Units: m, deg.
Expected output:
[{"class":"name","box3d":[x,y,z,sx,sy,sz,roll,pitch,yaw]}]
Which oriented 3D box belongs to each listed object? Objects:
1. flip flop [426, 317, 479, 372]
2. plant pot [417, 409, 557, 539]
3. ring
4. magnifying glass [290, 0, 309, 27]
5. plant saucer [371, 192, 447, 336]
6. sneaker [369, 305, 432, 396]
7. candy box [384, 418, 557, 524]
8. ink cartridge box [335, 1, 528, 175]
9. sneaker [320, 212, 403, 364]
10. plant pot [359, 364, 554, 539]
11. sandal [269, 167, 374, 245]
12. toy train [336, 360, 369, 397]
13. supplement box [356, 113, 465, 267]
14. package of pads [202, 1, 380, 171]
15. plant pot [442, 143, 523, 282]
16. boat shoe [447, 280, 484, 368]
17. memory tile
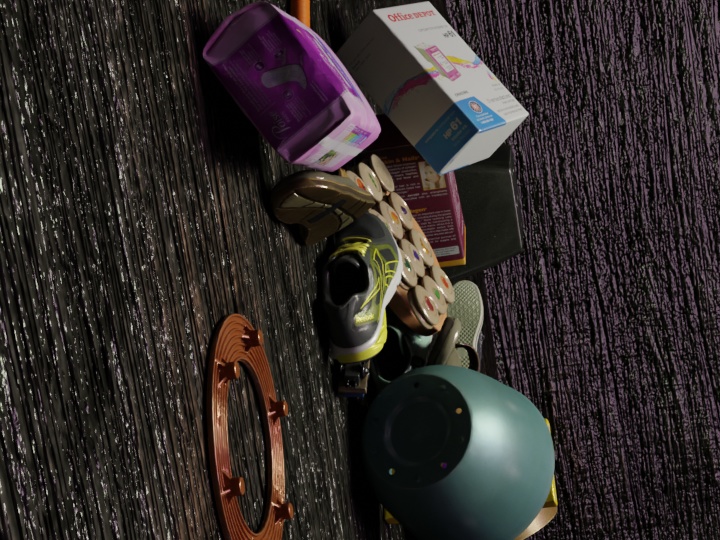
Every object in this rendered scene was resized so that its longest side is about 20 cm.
[{"class":"flip flop","box3d":[0.113,0.111,1.674,0.200,0.057,0.081,87,20,-68]},{"class":"plant pot","box3d":[0.131,0.248,1.818,0.186,0.186,0.201,-38,107,-79]},{"class":"ring","box3d":[-0.079,0.132,1.063,0.200,0.019,0.201,-8,90,-80]},{"class":"magnifying glass","box3d":[-0.062,-0.220,1.427,0.080,0.022,0.201,67,20,-57]},{"class":"plant saucer","box3d":[0.049,-0.018,1.673,0.200,0.032,0.201,51,20,-28]},{"class":"sneaker","box3d":[0.048,0.066,1.678,0.118,0.073,0.201,79,10,-60]},{"class":"candy box","box3d":[0.124,0.233,1.643,0.026,0.199,0.103,58,26,-63]},{"class":"ink cartridge box","box3d":[0.087,-0.226,1.716,0.200,0.085,0.144,49,32,11]},{"class":"sneaker","box3d":[0.000,0.000,1.458,0.200,0.074,0.085,-87,166,-46]},{"class":"plant pot","box3d":[0.091,0.192,1.530,0.161,0.200,0.201,41,41,-57]},{"class":"sandal","box3d":[-0.040,-0.071,1.319,0.054,0.080,0.200,63,9,14]},{"class":"toy train","box3d":[-0.003,0.080,1.518,0.200,0.034,0.046,-80,172,-63]},{"class":"supplement box","box3d":[0.068,-0.103,1.833,0.086,0.110,0.200,-86,165,-52]},{"class":"package of pads","box3d":[-0.051,-0.147,1.161,0.121,0.076,0.200,52,8,4]},{"class":"plant pot","box3d":[0.148,-0.098,2.107,0.200,0.177,0.201,-69,149,-71]},{"class":"boat shoe","box3d":[0.177,0.118,2.443,0.062,0.074,0.201,59,30,-79]},{"class":"memory tile","box3d":[0.046,-0.036,1.618,0.200,0.017,0.153,60,19,-4]}]
